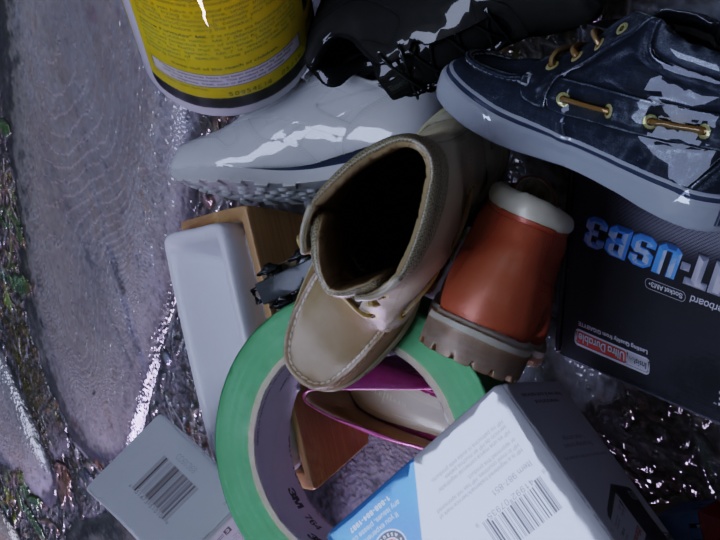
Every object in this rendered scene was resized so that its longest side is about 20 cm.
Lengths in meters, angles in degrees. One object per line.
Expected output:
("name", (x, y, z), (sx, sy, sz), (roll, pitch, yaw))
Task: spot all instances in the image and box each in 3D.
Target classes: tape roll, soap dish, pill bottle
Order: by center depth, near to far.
("pill bottle", (-0.089, -0.186, 0.888), (0.114, 0.114, 0.200), (56, 169, 22))
("tape roll", (0.004, 0.111, 0.969), (0.200, 0.048, 0.201), (2, 94, 27))
("soap dish", (-0.069, 0.052, 1.116), (0.157, 0.081, 0.200), (-7, 97, 67))

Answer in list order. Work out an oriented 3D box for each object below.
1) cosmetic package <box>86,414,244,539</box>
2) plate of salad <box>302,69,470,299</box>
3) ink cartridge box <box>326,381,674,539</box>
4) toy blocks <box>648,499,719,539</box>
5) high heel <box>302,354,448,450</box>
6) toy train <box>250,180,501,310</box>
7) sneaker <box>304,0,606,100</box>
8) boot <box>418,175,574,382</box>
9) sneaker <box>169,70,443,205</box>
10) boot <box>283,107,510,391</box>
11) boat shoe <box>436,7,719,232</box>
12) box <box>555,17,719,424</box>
("cosmetic package", (-0.106, 0.206, 1.155), (0.113, 0.081, 0.200), (37, 166, 38))
("plate of salad", (0.008, -0.071, 1.027), (0.200, 0.048, 0.200), (22, 119, 46))
("ink cartridge box", (0.099, 0.182, 0.840), (0.145, 0.084, 0.200), (-43, 67, 22))
("toy blocks", (0.183, 0.213, 0.883), (0.137, 0.100, 0.200), (-13, 92, 41))
("high heel", (0.055, 0.102, 0.986), (0.200, 0.096, 0.067), (32, 125, 42))
("toy train", (0.010, -0.017, 0.979), (0.200, 0.046, 0.034), (-22, 91, 33))
("sneaker", (0.051, -0.140, 0.888), (0.200, 0.076, 0.091), (0, 59, 42))
("boot", (0.088, -0.002, 0.886), (0.075, 0.200, 0.107), (22, 95, 4))
("sneaker", (-0.033, -0.088, 0.983), (0.200, 0.076, 0.081), (-5, 84, 26))
("boot", (0.000, 0.000, 0.849), (0.073, 0.155, 0.200), (39, 110, 6))
("boat shoe", (0.125, -0.099, 0.787), (0.200, 0.071, 0.091), (30, 121, 38))
("box", (0.195, -0.019, 0.812), (0.200, 0.050, 0.199), (25, 120, 46))
